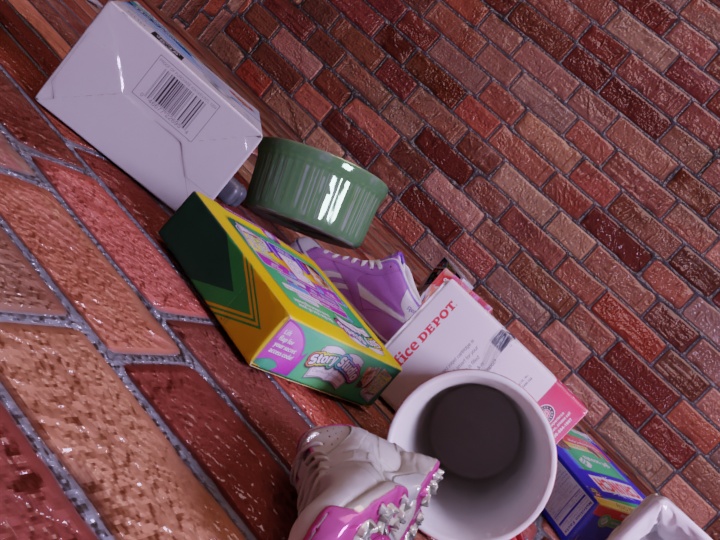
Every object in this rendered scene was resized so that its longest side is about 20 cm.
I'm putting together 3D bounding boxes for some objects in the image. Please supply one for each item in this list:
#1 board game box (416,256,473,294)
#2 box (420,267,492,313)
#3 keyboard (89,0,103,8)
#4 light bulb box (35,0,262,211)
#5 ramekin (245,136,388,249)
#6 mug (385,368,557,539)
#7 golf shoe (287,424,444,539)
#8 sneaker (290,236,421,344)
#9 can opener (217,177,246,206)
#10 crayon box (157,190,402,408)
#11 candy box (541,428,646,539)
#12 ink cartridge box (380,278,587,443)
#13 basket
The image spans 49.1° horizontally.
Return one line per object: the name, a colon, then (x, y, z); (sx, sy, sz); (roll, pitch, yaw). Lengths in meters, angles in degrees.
board game box: (0.161, 0.047, 1.624); (0.035, 0.126, 0.200); (40, 8, -11)
box: (0.145, 0.082, 1.303); (0.102, 0.095, 0.200); (42, -7, 13)
keyboard: (-0.624, -0.631, 1.694); (0.200, 0.011, 0.056); (46, 7, 19)
light bulb box: (-0.218, -0.179, 0.863); (0.198, 0.125, 0.200); (40, 9, -19)
ramekin: (-0.068, -0.105, 1.126); (0.198, 0.099, 0.200); (20, -4, 1)
mug: (0.096, 0.173, 0.699); (0.132, 0.180, 0.200); (7, -3, 10)
golf shoe: (-0.013, 0.133, 0.460); (0.091, 0.076, 0.200); (29, 1, 17)
sneaker: (0.000, 0.000, 1.072); (0.200, 0.115, 0.073); (44, 9, 17)
can opener: (-0.223, -0.170, 1.050); (0.200, 0.066, 0.053); (49, 7, 7)
crayon box: (-0.069, 0.032, 0.727); (0.173, 0.058, 0.200); (50, 10, 34)
candy box: (0.296, 0.290, 1.070); (0.168, 0.077, 0.200); (25, 16, -33)
ink cartridge box: (0.121, 0.128, 0.862); (0.200, 0.145, 0.084); (44, 6, 6)
basket: (0.359, 0.363, 0.876); (0.200, 0.136, 0.123); (45, 4, 17)
